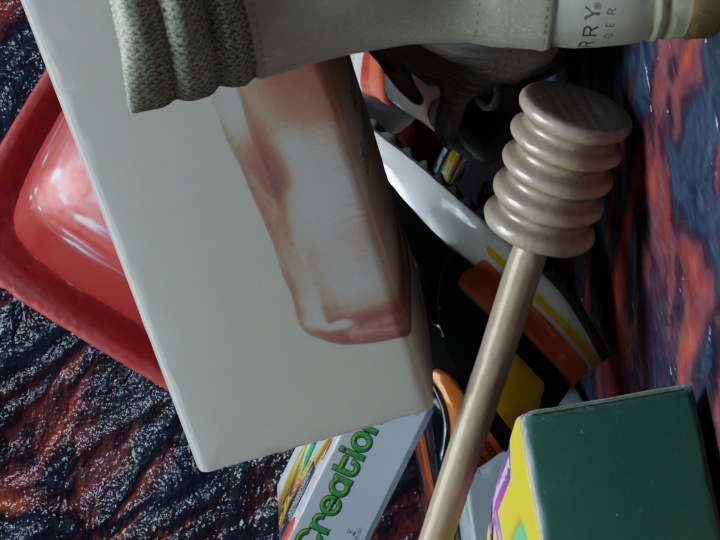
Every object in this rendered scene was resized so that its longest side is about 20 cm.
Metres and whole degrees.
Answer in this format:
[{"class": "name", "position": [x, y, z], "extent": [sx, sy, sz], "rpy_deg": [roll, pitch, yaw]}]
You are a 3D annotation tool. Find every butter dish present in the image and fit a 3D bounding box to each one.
[{"class": "butter dish", "position": [-0.063, -0.049, 1.037], "extent": [0.200, 0.199, 0.148], "rpy_deg": [-59, -1, -7]}]

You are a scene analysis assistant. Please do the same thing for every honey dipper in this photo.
[{"class": "honey dipper", "position": [0.045, 0.034, 0.760], "extent": [0.038, 0.038, 0.200], "rpy_deg": [-102, 23, -60]}]

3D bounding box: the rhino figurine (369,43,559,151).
[{"class": "rhino figurine", "position": [0.029, -0.100, 0.709], "extent": [0.087, 0.060, 0.200], "rpy_deg": [36, 155, 10]}]

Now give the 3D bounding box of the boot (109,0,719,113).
[{"class": "boot", "position": [-0.002, -0.142, 0.536], "extent": [0.072, 0.154, 0.201], "rpy_deg": [94, 166, -83]}]

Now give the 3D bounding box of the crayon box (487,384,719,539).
[{"class": "crayon box", "position": [0.086, 0.147, 0.735], "extent": [0.200, 0.058, 0.173], "rpy_deg": [89, 171, -73]}]

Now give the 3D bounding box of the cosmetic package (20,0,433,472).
[{"class": "cosmetic package", "position": [-0.043, -0.048, 0.759], "extent": [0.103, 0.087, 0.200], "rpy_deg": [-97, -9, -60]}]

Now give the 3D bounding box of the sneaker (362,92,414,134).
[{"class": "sneaker", "position": [0.039, -0.108, 0.997], "extent": [0.074, 0.079, 0.200], "rpy_deg": [60, -163, -6]}]

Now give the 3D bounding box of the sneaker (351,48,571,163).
[{"class": "sneaker", "position": [0.051, -0.110, 0.791], "extent": [0.082, 0.077, 0.200], "rpy_deg": [46, 156, 20]}]

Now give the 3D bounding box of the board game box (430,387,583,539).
[{"class": "board game box", "position": [0.072, 0.118, 1.004], "extent": [0.200, 0.064, 0.148], "rpy_deg": [-111, 13, -76]}]

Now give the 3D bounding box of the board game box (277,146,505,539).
[{"class": "board game box", "position": [0.021, 0.027, 0.998], "extent": [0.200, 0.035, 0.126], "rpy_deg": [-64, 5, 5]}]

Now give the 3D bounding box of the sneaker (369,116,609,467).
[{"class": "sneaker", "position": [0.000, 0.000, 0.891], "extent": [0.200, 0.090, 0.070], "rpy_deg": [39, 172, 33]}]
